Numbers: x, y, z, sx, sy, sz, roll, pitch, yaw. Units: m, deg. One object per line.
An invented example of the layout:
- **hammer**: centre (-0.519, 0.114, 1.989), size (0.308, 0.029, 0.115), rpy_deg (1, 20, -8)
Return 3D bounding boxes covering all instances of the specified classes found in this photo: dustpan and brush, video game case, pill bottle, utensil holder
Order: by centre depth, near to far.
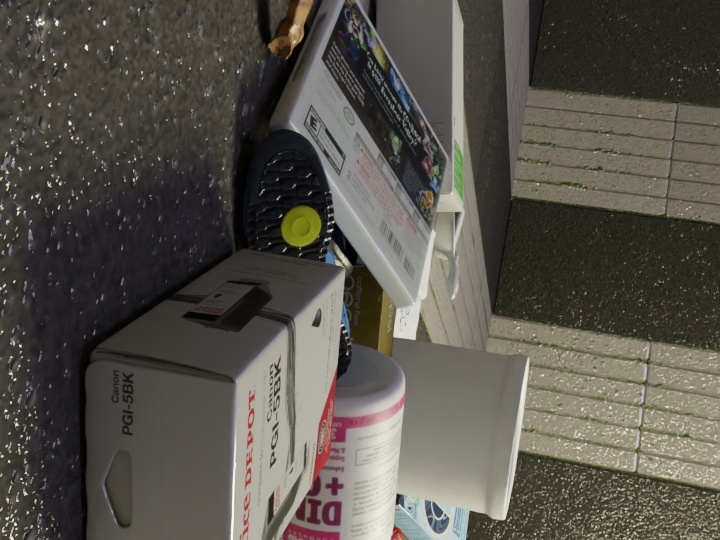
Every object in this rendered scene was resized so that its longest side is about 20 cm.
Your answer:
- **video game case**: centre (0.009, -0.102, 0.742), size (0.201, 0.023, 0.184), rpy_deg (54, 38, -35)
- **pill bottle**: centre (-0.024, 0.174, 0.760), size (0.113, 0.111, 0.205), rpy_deg (-49, 145, -66)
- **utensil holder**: centre (0.072, 0.162, 0.977), size (0.170, 0.195, 0.174), rpy_deg (8, 90, -77)
- **dustpan and brush**: centre (0.144, -0.043, 1.466), size (0.141, 0.056, 0.203), rpy_deg (78, 23, -56)

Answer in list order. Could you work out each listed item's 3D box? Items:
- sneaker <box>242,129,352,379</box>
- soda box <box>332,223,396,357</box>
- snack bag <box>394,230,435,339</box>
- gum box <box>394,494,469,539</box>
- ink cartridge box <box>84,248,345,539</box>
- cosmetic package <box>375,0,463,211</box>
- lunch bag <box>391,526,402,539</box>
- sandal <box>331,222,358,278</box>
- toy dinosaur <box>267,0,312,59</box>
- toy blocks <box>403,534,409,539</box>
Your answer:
- **sneaker**: centre (-0.051, -0.013, 0.675), size (0.079, 0.065, 0.204), rpy_deg (-121, -161, -58)
- **soda box**: centre (0.000, 0.000, 0.854), size (0.064, 0.066, 0.205), rpy_deg (-36, 133, -70)
- **snack bag**: centre (0.075, 0.028, 1.298), size (0.188, 0.021, 0.205), rpy_deg (35, 64, -76)
- **gum box**: centre (0.101, 0.315, 1.344), size (0.201, 0.044, 0.172), rpy_deg (51, 40, -38)
- **ink cartridge box**: centre (-0.077, 0.087, 0.545), size (0.200, 0.081, 0.150), rpy_deg (-48, 145, -68)
- **cosmetic package**: centre (0.060, -0.168, 0.922), size (0.108, 0.083, 0.205), rpy_deg (20, 71, -77)
- **lunch bag**: centre (0.002, 0.367, 1.055), size (0.200, 0.080, 0.180), rpy_deg (36, 63, -75)
- **sandal**: centre (-0.030, -0.036, 0.747), size (0.076, 0.047, 0.203), rpy_deg (-68, 160, -46)
- **toy dinosaur**: centre (-0.032, -0.242, 0.594), size (0.107, 0.059, 0.204), rpy_deg (-59, 153, -56)
- **toy blocks**: centre (0.080, 0.373, 1.406), size (0.200, 0.098, 0.140), rpy_deg (-36, 120, -60)
